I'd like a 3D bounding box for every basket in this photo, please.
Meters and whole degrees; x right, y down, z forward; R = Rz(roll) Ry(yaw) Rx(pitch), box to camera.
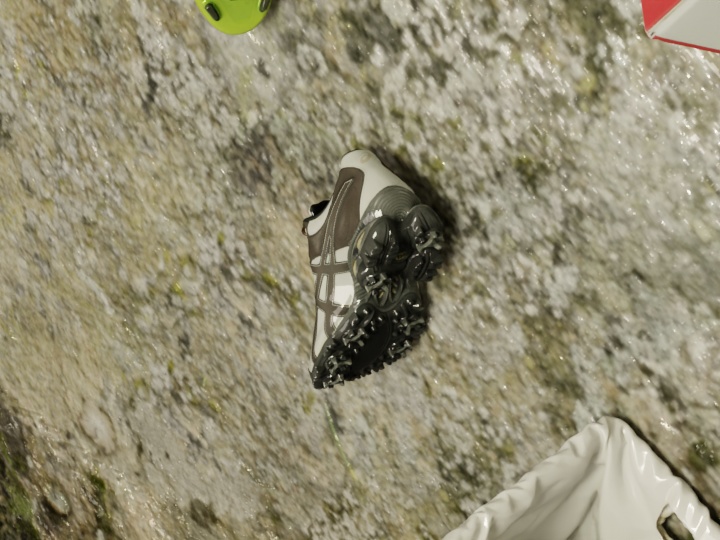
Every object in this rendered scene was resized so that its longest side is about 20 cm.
[{"bbox_3d":[0.136,0.238,1.299,0.198,0.200,0.161,48,149,15],"label":"basket"}]

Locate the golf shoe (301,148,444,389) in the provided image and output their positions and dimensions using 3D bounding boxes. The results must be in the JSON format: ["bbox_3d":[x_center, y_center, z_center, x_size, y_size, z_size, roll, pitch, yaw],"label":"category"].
[{"bbox_3d":[0.000,0.000,1.404,0.095,0.078,0.200,60,147,29],"label":"golf shoe"}]

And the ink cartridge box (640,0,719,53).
[{"bbox_3d":[0.189,-0.190,0.881,0.084,0.144,0.200,-44,44,53],"label":"ink cartridge box"}]

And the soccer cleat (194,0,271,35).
[{"bbox_3d":[-0.102,-0.252,1.354,0.084,0.065,0.200,-124,15,-63],"label":"soccer cleat"}]
